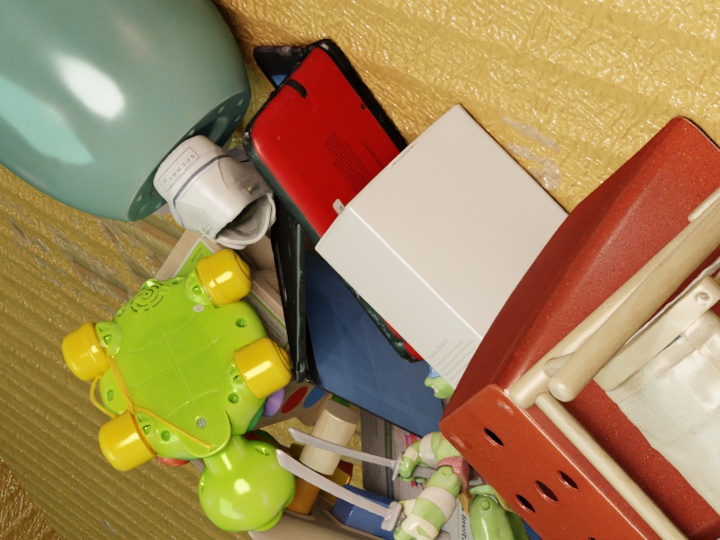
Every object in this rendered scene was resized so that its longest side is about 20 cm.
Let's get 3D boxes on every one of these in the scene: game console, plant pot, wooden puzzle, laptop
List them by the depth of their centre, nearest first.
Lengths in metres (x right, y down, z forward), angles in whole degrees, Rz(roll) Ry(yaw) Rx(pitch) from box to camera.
[{"bbox_3d":[0.160,0.066,1.242,0.200,0.176,0.200,46,162,2],"label":"plant pot"},{"bbox_3d":[-0.017,-0.047,1.503,0.119,0.172,0.200,-21,115,42],"label":"game console"},{"bbox_3d":[-0.174,-0.131,1.529,0.161,0.201,0.201,44,162,7],"label":"plant pot"},{"bbox_3d":[0.000,0.000,1.567,0.187,0.116,0.200,-104,12,-56],"label":"laptop"},{"bbox_3d":[-0.041,0.168,1.703,0.185,0.046,0.200,23,-170,-30],"label":"wooden puzzle"}]

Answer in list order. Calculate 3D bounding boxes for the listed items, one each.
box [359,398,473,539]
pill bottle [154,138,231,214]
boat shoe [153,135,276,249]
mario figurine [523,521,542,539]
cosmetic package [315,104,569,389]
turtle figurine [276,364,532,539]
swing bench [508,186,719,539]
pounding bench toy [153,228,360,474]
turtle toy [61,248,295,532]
[{"bbox_3d":[0.059,0.146,1.694,0.200,0.041,0.156,42,141,52],"label":"box"},{"bbox_3d":[-0.201,-0.136,1.715,0.200,0.116,0.116,38,160,25],"label":"pill bottle"},{"bbox_3d":[-0.094,-0.043,1.543,0.067,0.074,0.200,47,-173,8],"label":"boat shoe"},{"bbox_3d":[0.128,0.216,1.730,0.200,0.106,0.123,58,-163,-10],"label":"mario figurine"},{"bbox_3d":[0.084,0.009,1.383,0.200,0.113,0.081,46,153,5],"label":"cosmetic package"},{"bbox_3d":[0.047,0.162,1.444,0.194,0.200,0.144,65,159,-1],"label":"turtle figurine"},{"bbox_3d":[0.218,0.062,1.092,0.199,0.200,0.130,47,172,0],"label":"swing bench"},{"bbox_3d":[-0.050,0.067,1.670,0.200,0.124,0.156,43,-156,20],"label":"pounding bench toy"},{"bbox_3d":[-0.110,0.091,1.544,0.200,0.146,0.101,64,-174,25],"label":"turtle toy"}]
